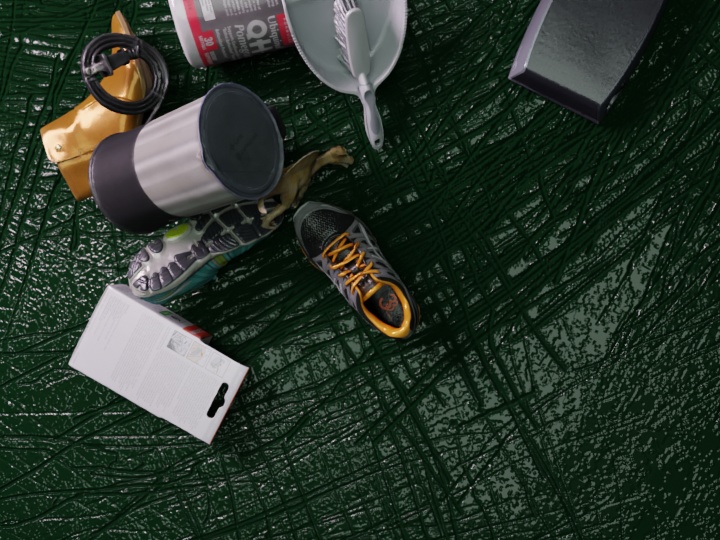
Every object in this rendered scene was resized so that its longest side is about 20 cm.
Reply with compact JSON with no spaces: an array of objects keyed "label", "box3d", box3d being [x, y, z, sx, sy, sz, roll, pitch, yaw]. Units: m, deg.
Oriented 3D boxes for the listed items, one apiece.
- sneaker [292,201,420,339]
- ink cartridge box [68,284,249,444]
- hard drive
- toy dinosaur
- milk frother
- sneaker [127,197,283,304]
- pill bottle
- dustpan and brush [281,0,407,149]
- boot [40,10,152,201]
[{"label":"sneaker","box3d":[0.000,0.000,0.827,0.078,0.077,0.200,-44,95,6]},{"label":"ink cartridge box","box3d":[-0.239,0.112,0.878,0.199,0.050,0.110,29,93,4]},{"label":"hard drive","box3d":[0.269,-0.287,0.825,0.134,0.042,0.201,28,93,5]},{"label":"toy dinosaur","box3d":[-0.086,-0.097,0.811,0.058,0.200,0.101,48,129,0]},{"label":"milk frother","box3d":[-0.197,-0.164,0.766,0.187,0.181,0.201,-12,127,36]},{"label":"sneaker","box3d":[-0.183,-0.028,0.860,0.199,0.080,0.078,-31,70,-13]},{"label":"pill bottle","box3d":[-0.111,-0.307,0.825,0.198,0.111,0.112,-13,89,-1]},{"label":"dustpan and brush","box3d":[-0.001,-0.232,0.818,0.138,0.201,0.057,-22,45,-11]},{"label":"boot","box3d":[-0.316,-0.195,0.866,0.143,0.071,0.203,-16,96,-3]}]
